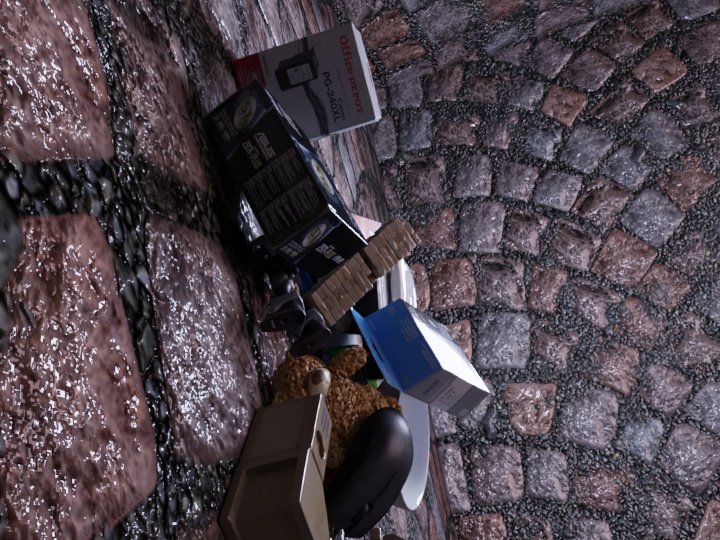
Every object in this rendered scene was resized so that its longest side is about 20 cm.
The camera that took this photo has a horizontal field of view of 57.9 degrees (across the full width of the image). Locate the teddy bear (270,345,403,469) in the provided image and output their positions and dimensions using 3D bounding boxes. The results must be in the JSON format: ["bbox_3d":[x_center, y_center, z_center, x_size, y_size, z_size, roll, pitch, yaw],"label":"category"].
[{"bbox_3d":[-0.019,0.172,0.815,0.202,0.145,0.066,54,-26,-19],"label":"teddy bear"}]

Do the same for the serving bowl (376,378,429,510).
[{"bbox_3d":[0.051,0.249,0.976,0.199,0.064,0.206,-3,90,-70],"label":"serving bowl"}]

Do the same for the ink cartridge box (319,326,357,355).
[{"bbox_3d":[-0.045,0.152,1.126,0.163,0.049,0.205,60,33,-64],"label":"ink cartridge box"}]

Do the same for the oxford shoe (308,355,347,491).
[{"bbox_3d":[-0.054,0.216,0.884,0.074,0.069,0.206,164,-88,-73],"label":"oxford shoe"}]

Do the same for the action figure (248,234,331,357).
[{"bbox_3d":[-0.099,0.022,0.835,0.132,0.068,0.201,63,0,-33],"label":"action figure"}]

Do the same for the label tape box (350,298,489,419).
[{"bbox_3d":[0.086,0.119,0.943,0.199,0.066,0.144,34,18,-44],"label":"label tape box"}]

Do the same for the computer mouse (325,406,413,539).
[{"bbox_3d":[0.014,0.264,0.782,0.138,0.052,0.203,42,67,-34],"label":"computer mouse"}]

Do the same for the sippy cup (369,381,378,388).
[{"bbox_3d":[0.041,0.279,1.134,0.141,0.175,0.131,-51,143,-19],"label":"sippy cup"}]

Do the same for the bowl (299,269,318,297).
[{"bbox_3d":[-0.103,-0.060,1.041,0.201,0.038,0.206,-15,91,-82],"label":"bowl"}]

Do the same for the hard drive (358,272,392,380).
[{"bbox_3d":[0.030,0.071,1.060,0.140,0.037,0.206,22,63,-75],"label":"hard drive"}]

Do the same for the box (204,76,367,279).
[{"bbox_3d":[-0.089,-0.110,0.824,0.203,0.085,0.164,60,8,20],"label":"box"}]

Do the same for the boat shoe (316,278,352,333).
[{"bbox_3d":[-0.034,-0.006,1.042,0.072,0.067,0.206,40,37,-77],"label":"boat shoe"}]

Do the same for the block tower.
[{"bbox_3d":[0.000,0.000,0.955,0.054,0.199,0.058,52,-28,-8],"label":"block tower"}]

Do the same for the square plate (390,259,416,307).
[{"bbox_3d":[0.080,0.078,1.135,0.200,0.028,0.204,55,31,-73],"label":"square plate"}]

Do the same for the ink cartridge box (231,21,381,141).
[{"bbox_3d":[-0.079,-0.277,1.004,0.083,0.195,0.149,-63,137,-78],"label":"ink cartridge box"}]

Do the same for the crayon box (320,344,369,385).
[{"bbox_3d":[-0.017,0.231,0.983,0.119,0.057,0.205,-55,133,-66],"label":"crayon box"}]

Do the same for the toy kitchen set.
[{"bbox_3d":[-0.017,0.257,0.661,0.181,0.159,0.205,-83,157,-69],"label":"toy kitchen set"}]

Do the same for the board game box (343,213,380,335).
[{"bbox_3d":[0.002,0.009,1.125,0.102,0.019,0.206,12,73,-51],"label":"board game box"}]
